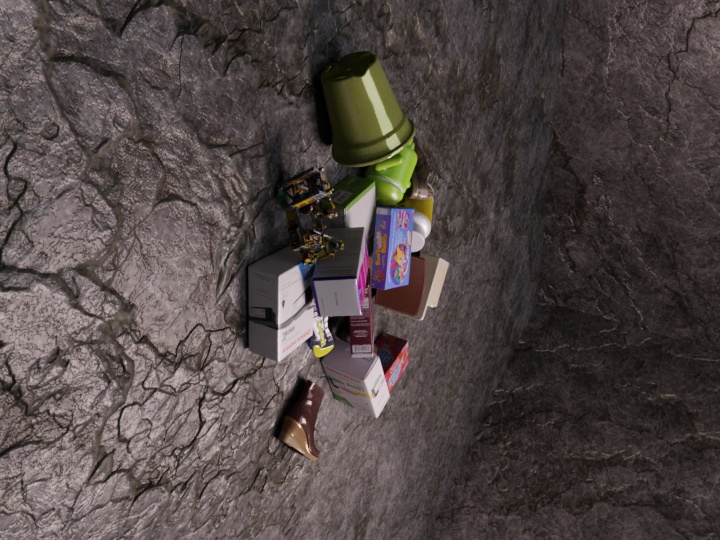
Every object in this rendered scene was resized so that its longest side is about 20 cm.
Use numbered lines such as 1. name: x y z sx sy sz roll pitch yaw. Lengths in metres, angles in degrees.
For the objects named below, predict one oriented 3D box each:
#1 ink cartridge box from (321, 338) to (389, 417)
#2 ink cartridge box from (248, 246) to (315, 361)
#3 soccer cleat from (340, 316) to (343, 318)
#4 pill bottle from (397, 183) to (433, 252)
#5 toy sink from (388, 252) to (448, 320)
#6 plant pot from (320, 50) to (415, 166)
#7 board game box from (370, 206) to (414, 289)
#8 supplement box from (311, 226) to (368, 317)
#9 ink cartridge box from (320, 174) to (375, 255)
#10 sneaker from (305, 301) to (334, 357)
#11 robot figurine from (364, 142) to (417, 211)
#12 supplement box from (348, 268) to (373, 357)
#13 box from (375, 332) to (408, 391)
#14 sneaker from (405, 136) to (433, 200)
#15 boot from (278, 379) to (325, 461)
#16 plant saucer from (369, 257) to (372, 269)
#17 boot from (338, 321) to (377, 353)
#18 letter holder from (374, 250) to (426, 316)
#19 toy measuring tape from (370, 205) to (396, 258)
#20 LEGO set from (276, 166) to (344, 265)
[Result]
1. ink cartridge box: -0.012 0.296 1.790 0.084 0.143 0.202 -54 148 -30
2. ink cartridge box: -0.168 0.070 1.411 0.144 0.083 0.204 -35 134 -55
3. soccer cleat: -0.080 0.045 1.614 0.201 0.069 0.088 61 34 -59
4. pill bottle: 0.144 -0.153 1.823 0.113 0.110 0.202 76 18 -47
5. toy sink: 0.181 0.049 2.062 0.112 0.128 0.204 21 85 -65
6. plant pot: 0.001 -0.360 1.421 0.201 0.198 0.186 -53 136 -36
7. board game box: 0.083 -0.060 1.675 0.134 0.044 0.204 -8 105 -60
8. supplement box: -0.041 -0.001 1.467 0.202 0.101 0.103 -83 168 -52
9. ink cartridge box: -0.027 -0.108 1.612 0.148 0.075 0.203 -46 144 -46
10. sneaker: -0.116 0.110 1.554 0.073 0.082 0.203 -21 128 -24
11. robot figurine: 0.074 -0.255 1.683 0.176 0.114 0.203 59 51 -73
12. supplement box: 0.001 0.109 1.683 0.109 0.060 0.204 -84 172 -68
13. box: 0.065 0.299 2.006 0.200 0.094 0.101 -49 146 -42
14. sneaker: 0.156 -0.281 1.809 0.070 0.074 0.204 138 -45 -57
15. boot: -0.127 0.391 1.693 0.168 0.071 0.201 -62 148 -20
16. plant saucer: 0.000 0.000 1.781 0.200 0.029 0.203 -41 140 -48
17. boot: 0.015 0.177 1.859 0.098 0.074 0.200 -67 152 -8
18. letter holder: 0.130 0.011 1.880 0.101 0.140 0.203 -54 156 -51
19. toy measuring tape: 0.057 -0.097 1.744 0.073 0.072 0.204 -1 96 -63
20. LEGO set: -0.082 -0.122 1.365 0.153 0.114 0.204 23 53 -56
